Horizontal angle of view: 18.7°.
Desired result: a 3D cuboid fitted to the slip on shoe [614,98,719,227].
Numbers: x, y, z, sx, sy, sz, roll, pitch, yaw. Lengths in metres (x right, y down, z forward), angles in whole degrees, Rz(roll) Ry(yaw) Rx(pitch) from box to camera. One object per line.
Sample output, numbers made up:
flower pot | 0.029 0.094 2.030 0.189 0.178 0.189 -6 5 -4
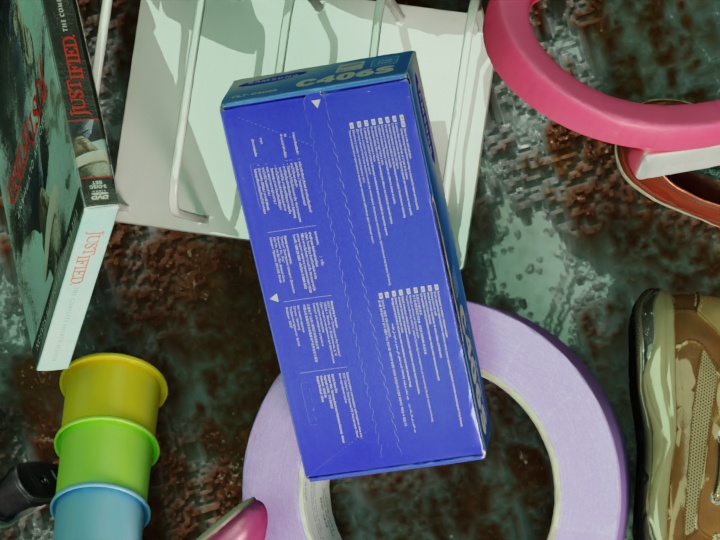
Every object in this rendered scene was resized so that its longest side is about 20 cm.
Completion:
slip on shoe | 0.231 -0.042 1.150 0.198 0.061 0.075 20 87 1

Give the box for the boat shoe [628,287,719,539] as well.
boat shoe | 0.180 0.109 1.143 0.073 0.076 0.202 -1 88 2

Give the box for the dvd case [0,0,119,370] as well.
dvd case | -0.162 -0.072 1.115 0.022 0.146 0.201 -4 58 -22

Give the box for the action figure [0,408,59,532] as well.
action figure | -0.255 0.156 1.185 0.200 0.069 0.130 -38 91 17

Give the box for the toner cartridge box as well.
toner cartridge box | 0.000 0.000 1.069 0.094 0.043 0.202 -8 110 10

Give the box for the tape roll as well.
tape roll | 0.041 0.115 1.150 0.198 0.066 0.202 0 89 12

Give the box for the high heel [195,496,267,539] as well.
high heel | -0.075 0.208 1.134 0.096 0.067 0.201 41 118 13

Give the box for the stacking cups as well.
stacking cups | -0.140 0.140 1.127 0.060 0.061 0.201 1 53 5

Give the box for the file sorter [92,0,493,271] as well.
file sorter | -0.035 -0.084 1.146 0.198 0.125 0.140 8 89 5

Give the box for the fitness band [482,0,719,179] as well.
fitness band | 0.157 -0.119 1.119 0.199 0.038 0.144 -12 59 -28
